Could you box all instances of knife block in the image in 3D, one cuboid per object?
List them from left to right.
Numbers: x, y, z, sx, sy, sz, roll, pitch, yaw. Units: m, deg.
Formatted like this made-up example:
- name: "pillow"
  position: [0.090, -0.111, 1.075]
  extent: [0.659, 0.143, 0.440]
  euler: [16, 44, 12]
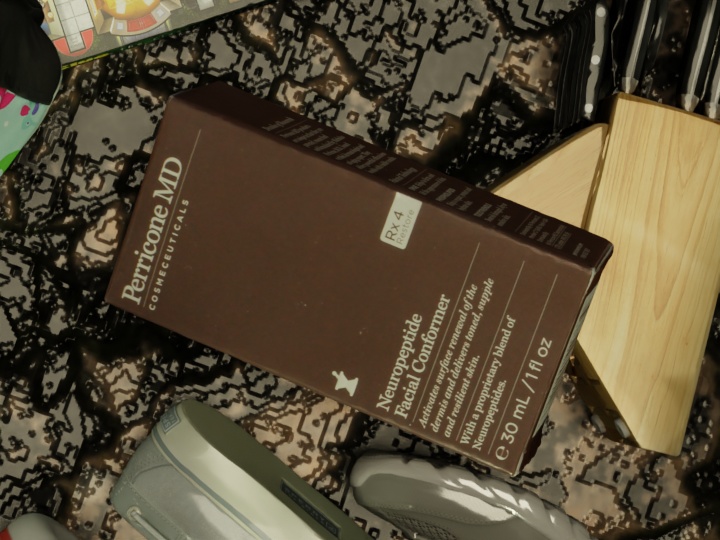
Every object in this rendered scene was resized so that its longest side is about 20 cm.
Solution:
- name: "knife block"
  position: [0.149, -0.038, 0.866]
  extent: [0.175, 0.064, 0.201]
  euler: [-31, 92, -6]

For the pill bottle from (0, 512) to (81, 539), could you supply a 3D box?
- name: "pill bottle"
  position: [-0.171, 0.213, 0.793]
  extent: [0.116, 0.116, 0.200]
  euler: [44, 84, -4]

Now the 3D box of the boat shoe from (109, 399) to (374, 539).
- name: "boat shoe"
  position: [-0.030, 0.148, 0.845]
  extent: [0.201, 0.070, 0.072]
  euler: [43, 101, -5]

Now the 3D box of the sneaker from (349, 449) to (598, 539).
- name: "sneaker"
  position: [0.077, 0.150, 0.847]
  extent: [0.199, 0.075, 0.082]
  euler: [31, 83, -6]

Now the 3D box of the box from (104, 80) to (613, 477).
- name: "box"
  position: [0.000, 0.000, 0.808]
  extent: [0.199, 0.075, 0.101]
  euler: [22, 105, 10]

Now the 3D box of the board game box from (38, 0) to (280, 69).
- name: "board game box"
  position: [-0.113, -0.156, 0.857]
  extent: [0.199, 0.023, 0.106]
  euler: [-19, 89, -7]

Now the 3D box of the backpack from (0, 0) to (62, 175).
- name: "backpack"
  position: [-0.248, -0.065, 0.767]
  extent: [0.177, 0.150, 0.200]
  euler: [41, 102, 15]
